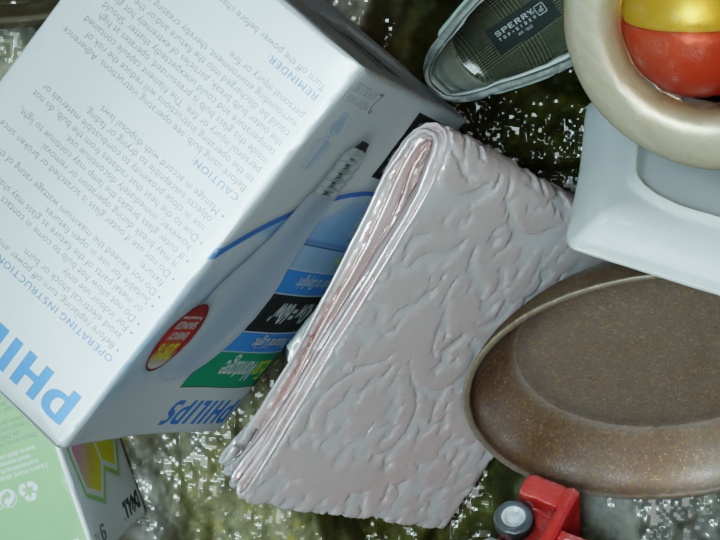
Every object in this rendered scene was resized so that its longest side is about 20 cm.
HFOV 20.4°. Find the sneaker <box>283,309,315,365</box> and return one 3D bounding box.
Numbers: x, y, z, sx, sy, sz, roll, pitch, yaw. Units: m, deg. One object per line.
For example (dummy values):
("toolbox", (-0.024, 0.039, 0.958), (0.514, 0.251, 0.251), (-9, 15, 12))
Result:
("sneaker", (0.000, 0.000, 1.018), (0.091, 0.076, 0.202), (-11, 95, 1))

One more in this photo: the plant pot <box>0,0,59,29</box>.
("plant pot", (-0.173, -0.209, 0.941), (0.198, 0.200, 0.175), (-4, 88, 5))

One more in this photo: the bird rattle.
("bird rattle", (0.164, -0.099, 0.821), (0.162, 0.113, 0.201), (7, 125, 23))

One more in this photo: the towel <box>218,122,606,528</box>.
("towel", (0.035, 0.034, 0.965), (0.032, 0.200, 0.192), (36, 99, 31))

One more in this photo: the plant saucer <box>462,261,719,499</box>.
("plant saucer", (0.148, 0.047, 0.976), (0.198, 0.201, 0.037), (-3, 55, 4))

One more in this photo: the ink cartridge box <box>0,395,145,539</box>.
("ink cartridge box", (-0.161, 0.100, 1.020), (0.059, 0.104, 0.202), (-18, 93, 8))

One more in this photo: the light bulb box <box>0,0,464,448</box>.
("light bulb box", (-0.079, -0.038, 0.894), (0.125, 0.198, 0.200), (41, 99, 13))

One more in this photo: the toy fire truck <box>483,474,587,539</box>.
("toy fire truck", (0.122, 0.170, 0.993), (0.140, 0.049, 0.201), (20, 56, 23))

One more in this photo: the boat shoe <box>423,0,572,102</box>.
("boat shoe", (0.108, -0.127, 0.884), (0.072, 0.071, 0.200), (47, 130, -7))

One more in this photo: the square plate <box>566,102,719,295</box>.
("square plate", (0.199, -0.030, 0.938), (0.198, 0.198, 0.029), (16, 114, 3))
